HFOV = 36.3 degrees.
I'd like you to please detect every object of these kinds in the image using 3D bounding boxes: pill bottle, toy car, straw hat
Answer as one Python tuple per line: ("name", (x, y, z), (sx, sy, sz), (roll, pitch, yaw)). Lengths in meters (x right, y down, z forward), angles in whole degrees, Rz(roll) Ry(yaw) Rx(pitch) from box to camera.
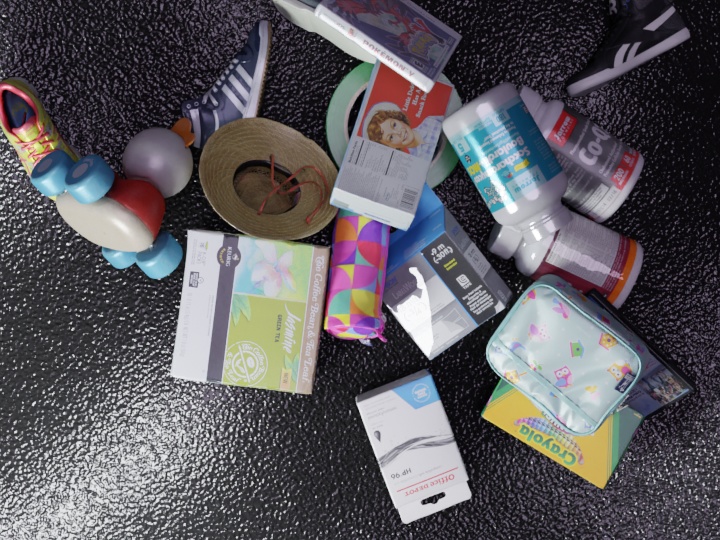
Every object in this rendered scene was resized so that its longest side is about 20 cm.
("pill bottle", (0.200, -0.137, 1.447), (0.110, 0.111, 0.201), (-32, 92, -1))
("pill bottle", (0.285, -0.166, 1.541), (0.199, 0.114, 0.114), (32, 90, -4))
("toy car", (-0.300, -0.128, 1.489), (0.201, 0.176, 0.185), (-55, 130, -21))
("straw hat", (-0.133, -0.105, 1.511), (0.199, 0.085, 0.203), (9, 62, -18))
("pill bottle", (0.286, -0.028, 1.548), (0.198, 0.110, 0.110), (24, 90, -3))

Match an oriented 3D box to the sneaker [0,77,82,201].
("sneaker", (-0.449, -0.177, 1.519), (0.078, 0.090, 0.201), (-34, 94, -3))

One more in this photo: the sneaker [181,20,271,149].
("sneaker", (-0.189, -0.259, 1.539), (0.107, 0.070, 0.202), (12, 94, -5))

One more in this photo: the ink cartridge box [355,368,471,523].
("ink cartridge box", (0.080, 0.257, 1.567), (0.115, 0.068, 0.202), (-21, 93, -2))

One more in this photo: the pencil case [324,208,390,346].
("pencil case", (0.000, 0.000, 1.502), (0.087, 0.088, 0.202), (4, 73, -3))

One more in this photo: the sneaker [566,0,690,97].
("sneaker", (0.360, -0.334, 1.567), (0.199, 0.073, 0.113), (-28, 90, -10))

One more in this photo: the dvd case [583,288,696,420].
("dvd case", (0.355, 0.128, 1.554), (0.200, 0.143, 0.018), (43, 45, -2))

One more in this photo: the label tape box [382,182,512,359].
("label tape box", (0.094, 0.002, 1.534), (0.144, 0.063, 0.201), (-37, 93, 27))

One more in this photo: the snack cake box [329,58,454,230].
("snack cake box", (0.042, -0.170, 1.480), (0.114, 0.067, 0.202), (19, 74, -2))

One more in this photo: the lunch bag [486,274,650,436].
("lunch bag", (0.279, 0.120, 1.486), (0.200, 0.077, 0.161), (40, 109, 12))

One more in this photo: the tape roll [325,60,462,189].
("tape roll", (0.049, -0.202, 1.562), (0.198, 0.048, 0.203), (0, 91, -2))

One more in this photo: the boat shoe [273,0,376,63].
("boat shoe", (-0.028, -0.352, 1.526), (0.199, 0.073, 0.062), (30, 76, 19))

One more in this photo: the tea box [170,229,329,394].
("tea box", (-0.148, 0.053, 1.517), (0.194, 0.134, 0.202), (6, 91, -4))

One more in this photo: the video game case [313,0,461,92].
("video game case", (0.043, -0.333, 1.494), (0.181, 0.200, 0.023), (34, 123, -3))

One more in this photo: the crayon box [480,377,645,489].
("crayon box", (0.285, 0.205, 1.561), (0.199, 0.058, 0.120), (30, 90, 9))
